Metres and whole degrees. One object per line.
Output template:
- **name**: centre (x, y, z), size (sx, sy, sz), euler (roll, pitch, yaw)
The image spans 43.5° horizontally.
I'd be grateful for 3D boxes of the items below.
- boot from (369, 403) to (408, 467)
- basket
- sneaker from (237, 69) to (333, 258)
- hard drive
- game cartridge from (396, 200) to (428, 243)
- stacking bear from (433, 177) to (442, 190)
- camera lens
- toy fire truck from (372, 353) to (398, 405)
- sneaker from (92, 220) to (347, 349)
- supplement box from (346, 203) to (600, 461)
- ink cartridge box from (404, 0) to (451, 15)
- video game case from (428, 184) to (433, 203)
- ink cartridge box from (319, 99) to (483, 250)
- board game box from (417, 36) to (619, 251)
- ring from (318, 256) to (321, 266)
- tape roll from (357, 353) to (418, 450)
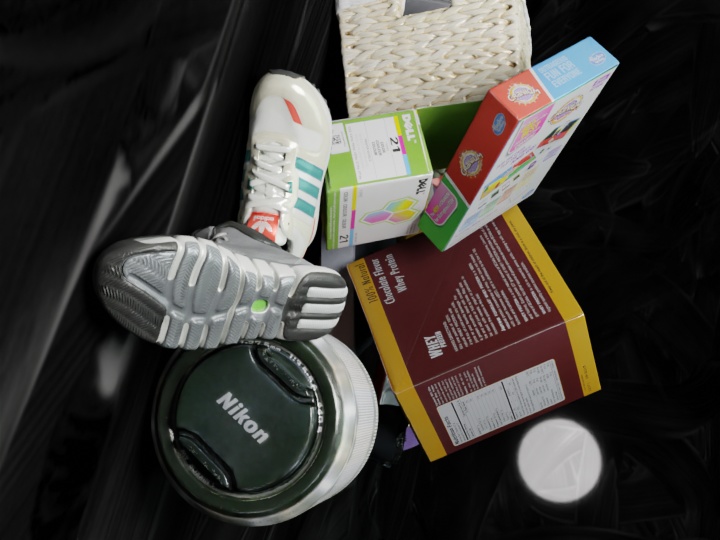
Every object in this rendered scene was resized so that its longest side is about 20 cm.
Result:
- **boot**: centre (-0.028, 0.148, 0.990), size (0.200, 0.168, 0.077), euler (82, 23, -60)
- **basket**: centre (0.092, -0.211, 0.989), size (0.200, 0.198, 0.161), euler (46, 38, -68)
- **sneaker**: centre (-0.069, -0.070, 0.779), size (0.093, 0.070, 0.200), euler (-74, 174, -50)
- **hard drive**: centre (0.000, 0.000, 1.080), size (0.135, 0.042, 0.201), euler (-27, 121, -59)
- **game cartridge**: centre (0.034, -0.059, 1.205), size (0.200, 0.032, 0.177), euler (-128, -136, -65)
- **stacking bear**: centre (0.066, -0.045, 1.320), size (0.122, 0.113, 0.200), euler (81, 13, -66)
- **camera lens**: centre (-0.070, 0.121, 0.752), size (0.200, 0.160, 0.160), euler (43, 60, -78)
- **toy fire truck**: centre (0.104, 0.092, 1.132), size (0.112, 0.168, 0.201), euler (21, -81, 64)
- **sneaker**: centre (-0.114, 0.001, 0.638), size (0.200, 0.115, 0.075), euler (12, 106, -45)
- **supplement box**: centre (0.118, 0.059, 0.973), size (0.197, 0.200, 0.133), euler (-111, 177, -46)
- **ink cartridge box**: centre (0.111, -0.359, 1.220), size (0.200, 0.136, 0.076), euler (-64, 164, -52)
- **video game case**: centre (0.059, -0.125, 1.217), size (0.143, 0.017, 0.200), euler (129, -40, -61)
- **ink cartridge box**: centre (0.057, -0.097, 0.908), size (0.148, 0.199, 0.076), euler (95, -16, -69)
- **board game box**: centre (0.149, -0.119, 0.878), size (0.153, 0.040, 0.200), euler (-32, 161, -33)
- **ring**: centre (-0.058, -0.009, 1.013), size (0.200, 0.019, 0.201), euler (5, 90, -80)
- **tape roll**: centre (0.036, 0.143, 1.225), size (0.066, 0.200, 0.201), euler (-139, -123, -68)
